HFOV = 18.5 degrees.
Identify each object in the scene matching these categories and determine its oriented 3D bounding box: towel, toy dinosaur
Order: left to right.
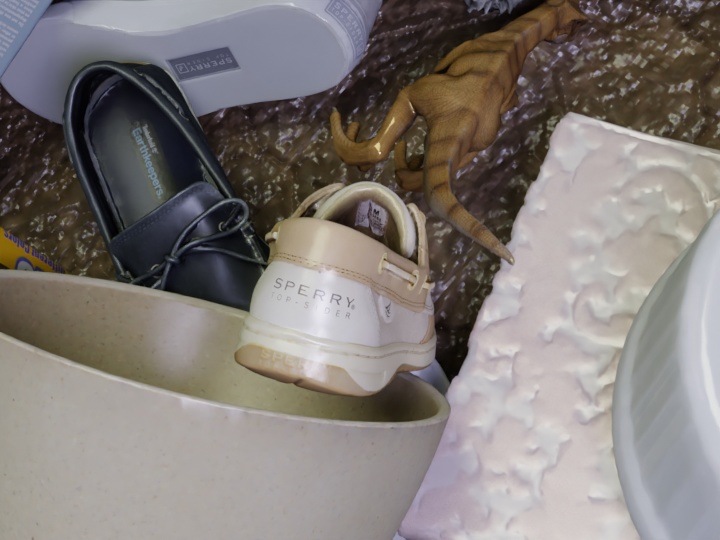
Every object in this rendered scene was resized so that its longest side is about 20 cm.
[{"bbox_3d":[0.038,-0.062,0.929,0.106,0.060,0.201,-30,22,40],"label":"toy dinosaur"},{"bbox_3d":[0.133,0.048,0.871,0.190,0.032,0.201,17,69,21],"label":"towel"}]

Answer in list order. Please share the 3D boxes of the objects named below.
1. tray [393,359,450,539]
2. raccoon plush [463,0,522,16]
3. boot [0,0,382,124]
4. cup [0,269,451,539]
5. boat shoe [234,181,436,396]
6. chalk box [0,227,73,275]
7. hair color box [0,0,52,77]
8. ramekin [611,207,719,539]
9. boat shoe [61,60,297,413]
[{"bbox_3d":[0.028,0.138,0.887,0.107,0.022,0.201,-32,56,5],"label":"tray"},{"bbox_3d":[0.051,-0.178,0.929,0.199,0.133,0.098,-27,72,46],"label":"raccoon plush"},{"bbox_3d":[-0.074,-0.124,1.050,0.198,0.074,0.096,-2,42,27],"label":"boot"},{"bbox_3d":[-0.078,0.095,0.845,0.199,0.200,0.144,18,98,29],"label":"cup"},{"bbox_3d":[0.000,0.000,0.873,0.073,0.200,0.070,15,98,3],"label":"boat shoe"},{"bbox_3d":[-0.194,0.090,0.932,0.124,0.124,0.202,-14,58,28],"label":"chalk box"},{"bbox_3d":[-0.199,-0.123,1.041,0.201,0.060,0.099,-53,29,12],"label":"hair color box"},{"bbox_3d":[0.194,0.044,0.784,0.199,0.098,0.202,0,69,-1],"label":"ramekin"},{"bbox_3d":[-0.076,-0.009,0.970,0.074,0.062,0.201,-30,72,9],"label":"boat shoe"}]
